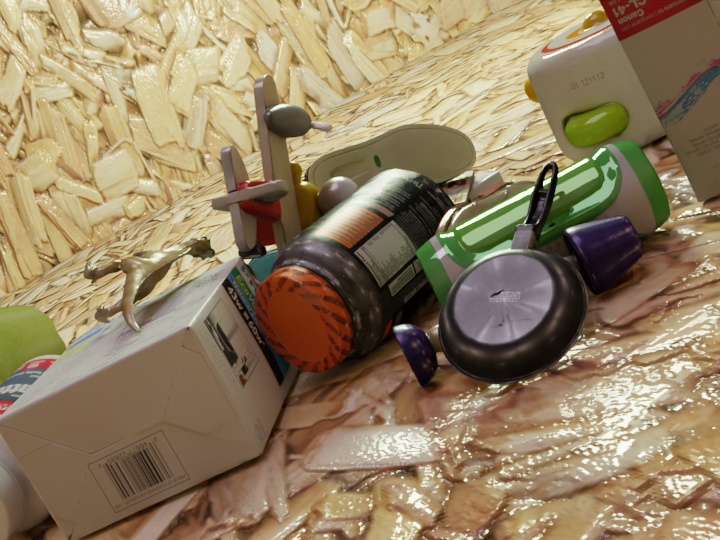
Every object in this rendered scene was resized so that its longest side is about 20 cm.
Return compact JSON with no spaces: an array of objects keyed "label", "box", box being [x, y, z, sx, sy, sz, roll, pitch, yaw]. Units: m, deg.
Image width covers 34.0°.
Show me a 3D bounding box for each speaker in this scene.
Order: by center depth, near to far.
[{"label":"speaker","box":[0.148,-0.028,0.966,0.198,0.089,0.089,-28,13,3]}]

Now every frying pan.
[{"label":"frying pan","box":[0.129,-0.001,0.861,0.114,0.031,0.191,25,71,39]}]

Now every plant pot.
[{"label":"plant pot","box":[-0.478,0.127,1.495,0.199,0.202,0.184,-22,3,25]}]

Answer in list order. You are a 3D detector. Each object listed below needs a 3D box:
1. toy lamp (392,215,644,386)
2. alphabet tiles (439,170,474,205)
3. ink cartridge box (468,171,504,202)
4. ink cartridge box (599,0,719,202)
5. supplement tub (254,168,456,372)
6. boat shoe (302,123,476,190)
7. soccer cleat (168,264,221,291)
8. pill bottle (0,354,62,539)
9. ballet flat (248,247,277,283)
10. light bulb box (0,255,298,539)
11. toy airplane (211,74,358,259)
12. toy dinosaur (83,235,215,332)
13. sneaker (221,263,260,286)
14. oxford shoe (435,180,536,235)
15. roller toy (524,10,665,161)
[{"label":"toy lamp","box":[0.122,0.019,0.902,0.199,0.059,0.058,-29,13,1]},{"label":"alphabet tiles","box":[0.042,-0.077,1.310,0.164,0.006,0.200,-10,17,13]},{"label":"ink cartridge box","box":[0.086,-0.077,1.392,0.094,0.037,0.200,-34,16,-19]},{"label":"ink cartridge box","box":[0.290,-0.181,0.991,0.085,0.201,0.148,-20,15,33]},{"label":"supplement tub","box":[0.000,0.000,1.080,0.122,0.123,0.200,-15,18,45]},{"label":"boat shoe","box":[0.032,-0.118,1.322,0.198,0.073,0.068,-13,-5,-13]},{"label":"soccer cleat","box":[-0.205,0.044,1.480,0.077,0.070,0.200,-27,5,26]},{"label":"pill bottle","box":[-0.319,0.172,1.095,0.119,0.120,0.200,-23,14,20]},{"label":"ballet flat","box":[-0.033,-0.014,1.335,0.198,0.069,0.075,-17,-16,18]},{"label":"light bulb box","box":[-0.177,0.105,1.038,0.197,0.126,0.200,-25,12,14]},{"label":"toy airplane","box":[-0.069,-0.067,1.167,0.139,0.202,0.200,-9,37,1]},{"label":"toy dinosaur","box":[-0.201,0.005,1.066,0.100,0.059,0.200,-21,14,22]},{"label":"sneaker","box":[-0.179,0.084,1.226,0.201,0.067,0.108,-38,39,7]},{"label":"oxford shoe","box":[0.129,-0.038,1.081,0.074,0.071,0.200,-11,22,36]},{"label":"roller toy","box":[0.280,-0.217,1.285,0.181,0.141,0.200,-27,12,2]}]
